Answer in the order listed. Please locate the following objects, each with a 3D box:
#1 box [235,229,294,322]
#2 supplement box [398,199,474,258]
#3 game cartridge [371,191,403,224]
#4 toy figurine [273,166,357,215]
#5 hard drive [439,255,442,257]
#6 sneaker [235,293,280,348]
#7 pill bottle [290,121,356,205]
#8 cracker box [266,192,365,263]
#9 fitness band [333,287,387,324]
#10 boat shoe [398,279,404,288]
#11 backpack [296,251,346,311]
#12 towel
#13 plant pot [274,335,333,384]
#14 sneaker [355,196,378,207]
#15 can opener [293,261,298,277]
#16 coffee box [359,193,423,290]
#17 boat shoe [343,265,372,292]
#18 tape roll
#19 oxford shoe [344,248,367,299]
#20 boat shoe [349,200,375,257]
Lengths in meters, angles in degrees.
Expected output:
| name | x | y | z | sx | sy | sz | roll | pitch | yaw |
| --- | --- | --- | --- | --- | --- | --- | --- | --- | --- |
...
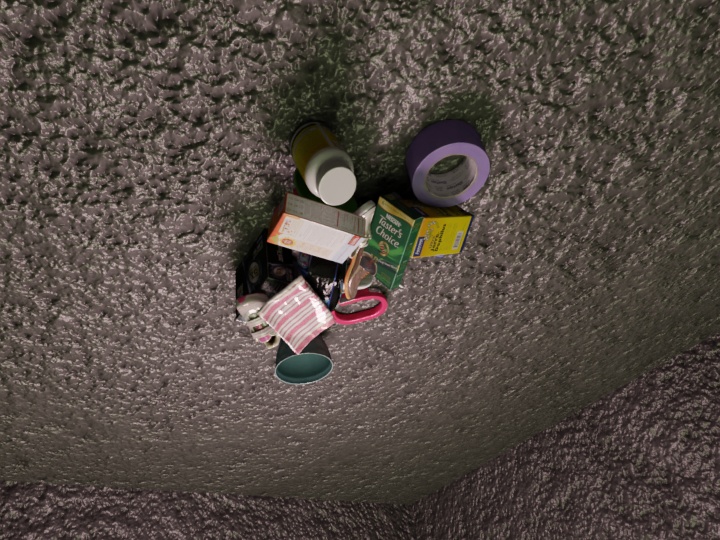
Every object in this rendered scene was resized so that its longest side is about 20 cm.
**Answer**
| name | x | y | z | sx | sy | sz | roll | pitch | yaw |
| --- | --- | --- | --- | --- | --- | --- | --- | --- | --- |
| box | -0.264 | 0.022 | 1.483 | 0.084 | 0.168 | 0.200 | 16 | 135 | -32 |
| supplement box | 0.182 | -0.113 | 1.412 | 0.195 | 0.108 | 0.113 | -7 | 124 | -40 |
| game cartridge | 0.085 | -0.109 | 1.447 | 0.132 | 0.041 | 0.202 | -39 | 138 | -9 |
| toy figurine | -0.133 | -0.139 | 1.348 | 0.196 | 0.155 | 0.183 | 17 | 140 | -39 |
| hard drive | 0.184 | -0.105 | 1.559 | 0.194 | 0.026 | 0.133 | 11 | 136 | -26 |
| sneaker | -0.255 | 0.133 | 1.415 | 0.079 | 0.091 | 0.201 | -22 | 141 | 12 |
| pill bottle | -0.079 | -0.229 | 1.177 | 0.108 | 0.202 | 0.116 | -12 | 130 | -15 |
| cracker box | -0.100 | -0.092 | 1.232 | 0.194 | 0.060 | 0.134 | 16 | 149 | -21 |
| fitness band | -0.008 | 0.117 | 1.777 | 0.192 | 0.038 | 0.145 | -13 | 144 | 3 |
| boat shoe | 0.059 | -0.005 | 1.617 | 0.059 | 0.077 | 0.200 | -29 | 127 | 22 |
| backpack | -0.104 | 0.012 | 1.493 | 0.129 | 0.187 | 0.204 | 11 | 138 | 0 |
| towel | -0.159 | 0.117 | 1.400 | 0.145 | 0.030 | 0.202 | -39 | 134 | -4 |
| plant pot | -0.194 | 0.272 | 1.832 | 0.192 | 0.138 | 0.204 | -7 | 142 | -5 |
| sneaker | -0.042 | -0.142 | 1.430 | 0.192 | 0.076 | 0.109 | -1 | 130 | -15 |
| can opener | -0.184 | 0.040 | 1.498 | 0.065 | 0.204 | 0.054 | 20 | 127 | -30 |
| coffee box | 0.072 | -0.071 | 1.348 | 0.043 | 0.122 | 0.205 | -18 | 137 | -46 |
| boat shoe | -0.060 | 0.032 | 1.640 | 0.191 | 0.075 | 0.072 | 0 | 153 | -1 |
| tape roll | 0.212 | -0.258 | 1.333 | 0.192 | 0.087 | 0.203 | -8 | 142 | -6 |
| oxford shoe | 0.000 | 0.000 | 1.527 | 0.070 | 0.072 | 0.206 | 16 | 123 | 6 |
| boat shoe | 0.000 | -0.094 | 1.333 | 0.070 | 0.071 | 0.201 | -32 | 169 | -34 |
